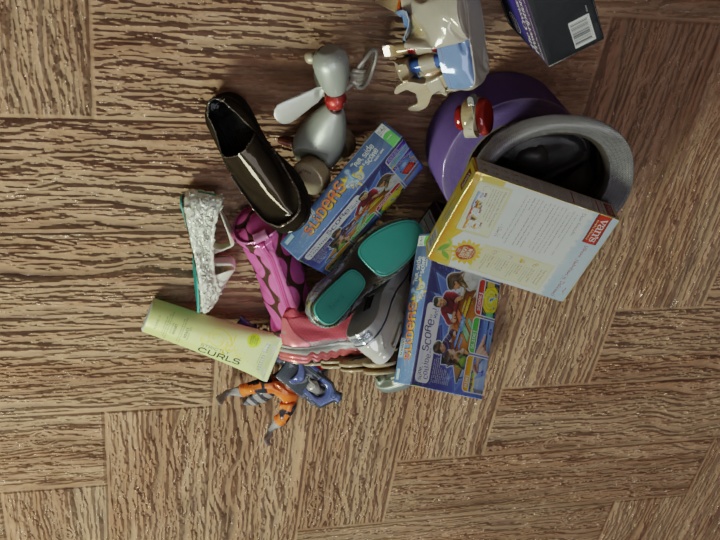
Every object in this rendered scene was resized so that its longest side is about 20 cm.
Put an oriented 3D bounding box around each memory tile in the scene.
[{"bbox_3d":[0.021,0.121,1.276,0.153,0.200,0.017,-8,95,-37],"label":"memory tile"}]

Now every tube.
[{"bbox_3d":[-0.213,0.096,1.300,0.200,0.052,0.058,22,142,-15],"label":"tube"}]

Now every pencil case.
[{"bbox_3d":[-0.114,0.005,1.256,0.091,0.094,0.200,-11,127,12],"label":"pencil case"}]

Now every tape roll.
[{"bbox_3d":[0.195,-0.161,1.226,0.200,0.085,0.200,-7,126,-10],"label":"tape roll"}]

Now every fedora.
[{"bbox_3d":[0.236,-0.134,1.145,0.200,0.090,0.177,-12,126,8],"label":"fedora"}]

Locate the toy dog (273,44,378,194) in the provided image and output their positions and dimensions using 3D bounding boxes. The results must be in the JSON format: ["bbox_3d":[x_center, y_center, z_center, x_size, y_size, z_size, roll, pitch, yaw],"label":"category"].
[{"bbox_3d":[-0.061,-0.198,1.125,0.096,0.132,0.200,23,119,15],"label":"toy dog"}]

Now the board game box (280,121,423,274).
[{"bbox_3d":[-0.007,-0.088,1.176,0.200,0.034,0.135,-49,162,2],"label":"board game box"}]

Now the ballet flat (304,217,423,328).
[{"bbox_3d":[0.000,0.000,1.211,0.200,0.072,0.072,-42,130,-16],"label":"ballet flat"}]

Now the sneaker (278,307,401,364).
[{"bbox_3d":[-0.018,0.075,1.247,0.200,0.074,0.087,-8,95,-23],"label":"sneaker"}]

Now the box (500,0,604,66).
[{"bbox_3d":[0.198,-0.360,1.042,0.079,0.141,0.200,-25,128,7],"label":"box"}]

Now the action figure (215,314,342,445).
[{"bbox_3d":[-0.131,0.149,1.383,0.193,0.105,0.200,-41,98,8],"label":"action figure"}]

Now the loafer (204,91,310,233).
[{"bbox_3d":[-0.136,-0.130,1.098,0.073,0.071,0.200,-37,84,12],"label":"loafer"}]

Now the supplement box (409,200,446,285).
[{"bbox_3d":[0.108,0.011,1.327,0.110,0.086,0.200,21,118,-27],"label":"supplement box"}]

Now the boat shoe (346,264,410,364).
[{"bbox_3d":[0.039,0.055,1.224,0.071,0.200,0.070,-29,110,26],"label":"boat shoe"}]

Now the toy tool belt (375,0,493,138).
[{"bbox_3d":[0.090,-0.260,1.103,0.123,0.125,0.200,0,116,27],"label":"toy tool belt"}]

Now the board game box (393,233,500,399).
[{"bbox_3d":[0.121,0.063,1.205,0.135,0.034,0.200,17,80,-36],"label":"board game box"}]

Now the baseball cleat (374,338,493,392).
[{"bbox_3d":[0.125,0.155,1.450,0.200,0.070,0.106,-31,127,10],"label":"baseball cleat"}]

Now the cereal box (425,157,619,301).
[{"bbox_3d":[0.200,-0.048,1.127,0.200,0.040,0.144,17,126,-15],"label":"cereal box"}]

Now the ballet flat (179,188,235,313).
[{"bbox_3d":[-0.203,-0.022,1.226,0.072,0.072,0.200,-8,129,-10],"label":"ballet flat"}]
